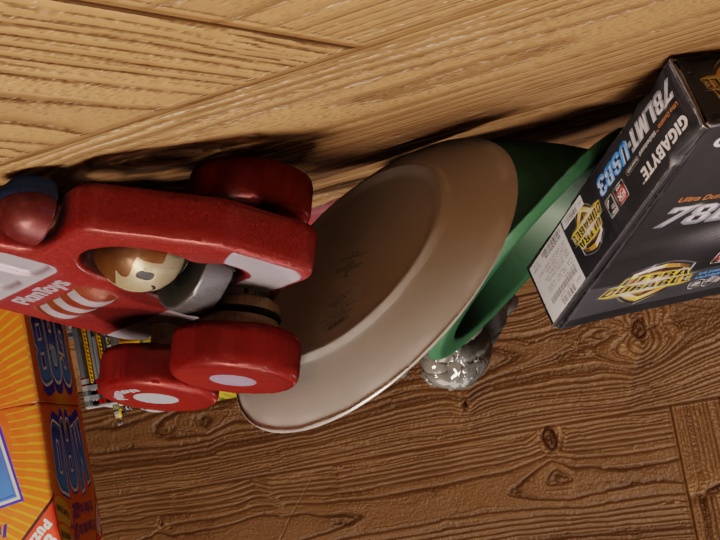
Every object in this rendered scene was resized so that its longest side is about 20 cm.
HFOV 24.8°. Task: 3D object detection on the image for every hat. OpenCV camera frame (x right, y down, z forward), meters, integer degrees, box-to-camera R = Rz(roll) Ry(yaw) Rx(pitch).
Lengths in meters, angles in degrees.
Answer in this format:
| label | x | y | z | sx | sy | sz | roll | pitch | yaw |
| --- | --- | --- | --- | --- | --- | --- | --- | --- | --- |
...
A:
| label | x | y | z | sx | sy | sz | roll | pitch | yaw |
| --- | --- | --- | --- | --- | --- | --- | --- | --- | --- |
| hat | 0.030 | -0.059 | 0.974 | 0.200 | 0.176 | 0.166 | -49 | 168 | 5 |

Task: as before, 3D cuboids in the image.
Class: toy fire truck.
| label | x | y | z | sx | sy | sz | roll | pitch | yaw |
| --- | --- | --- | --- | --- | --- | --- | --- | --- | --- |
| toy fire truck | -0.124 | -0.001 | 0.842 | 0.168 | 0.112 | 0.200 | 14 | 161 | -32 |

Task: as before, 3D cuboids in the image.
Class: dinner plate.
| label | x | y | z | sx | sy | sz | roll | pitch | yaw |
| --- | --- | --- | --- | --- | --- | --- | --- | --- | --- |
| dinner plate | 0.000 | 0.000 | 0.880 | 0.024 | 0.200 | 0.200 | 42 | 145 | -26 |

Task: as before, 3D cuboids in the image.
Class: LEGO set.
| label | x | y | z | sx | sy | sz | roll | pitch | yaw |
| --- | --- | --- | --- | --- | --- | --- | --- | --- | --- |
| LEGO set | -0.208 | 0.076 | 1.430 | 0.200 | 0.116 | 0.154 | -14 | 175 | 36 |

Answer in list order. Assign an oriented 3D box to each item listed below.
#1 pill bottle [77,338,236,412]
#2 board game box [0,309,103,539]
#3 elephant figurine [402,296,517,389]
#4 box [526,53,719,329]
| label | x | y | z | sx | sy | sz | roll | pitch | yaw |
| --- | --- | --- | --- | --- | --- | --- | --- | --- | --- |
| pill bottle | -0.170 | 0.075 | 1.569 | 0.200 | 0.112 | 0.111 | -14 | 175 | 32 |
| board game box | -0.297 | 0.108 | 1.092 | 0.200 | 0.200 | 0.200 | -11 | 175 | -3 |
| elephant figurine | 0.002 | 0.017 | 1.242 | 0.200 | 0.155 | 0.142 | -1 | -139 | 17 |
| box | 0.217 | -0.050 | 0.910 | 0.200 | 0.050 | 0.199 | -10 | 154 | -25 |
